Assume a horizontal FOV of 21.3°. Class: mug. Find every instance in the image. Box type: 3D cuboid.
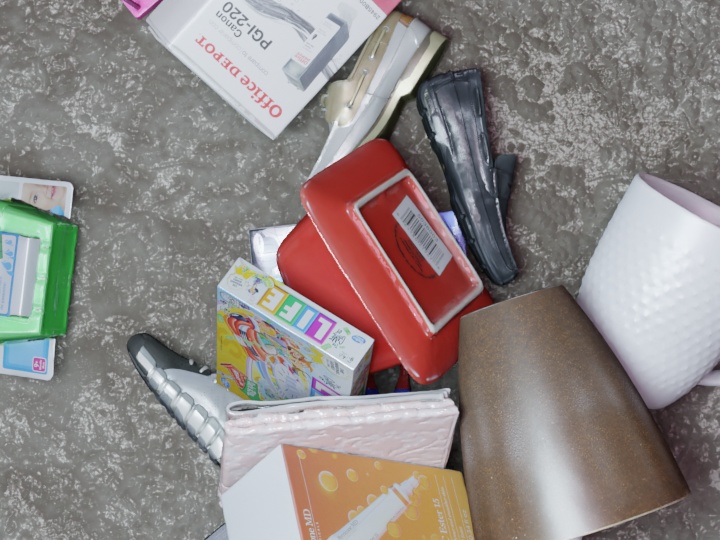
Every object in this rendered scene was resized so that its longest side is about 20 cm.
[{"bbox_3d":[0.289,0.034,1.692,0.200,0.148,0.176,21,104,-24],"label":"mug"}]

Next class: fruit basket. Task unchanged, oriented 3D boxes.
[{"bbox_3d":[-0.369,-0.001,1.773,0.199,0.094,0.186,8,90,9],"label":"fruit basket"}]

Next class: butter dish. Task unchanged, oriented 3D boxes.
[{"bbox_3d":[-0.002,0.012,1.669,0.148,0.199,0.200,-32,92,30],"label":"butter dish"}]

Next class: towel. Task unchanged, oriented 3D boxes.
[{"bbox_3d":[-0.022,0.154,1.638,0.199,0.191,0.032,-4,63,-6],"label":"towel"}]

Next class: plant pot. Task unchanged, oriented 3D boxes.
[{"bbox_3d":[0.158,0.120,1.606,0.187,0.187,0.200,-18,85,5],"label":"plant pot"}]

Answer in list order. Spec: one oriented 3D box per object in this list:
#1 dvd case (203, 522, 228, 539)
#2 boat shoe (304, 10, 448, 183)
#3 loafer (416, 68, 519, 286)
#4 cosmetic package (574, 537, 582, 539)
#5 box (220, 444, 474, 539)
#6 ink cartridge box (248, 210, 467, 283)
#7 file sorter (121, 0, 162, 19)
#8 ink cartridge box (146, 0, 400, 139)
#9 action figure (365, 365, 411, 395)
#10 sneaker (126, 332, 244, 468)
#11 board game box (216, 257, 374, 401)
[{"bbox_3d":[-0.048,0.299,1.772,0.150,0.025,0.200,-39,87,4],"label":"dvd case"},{"bbox_3d":[-0.001,-0.146,1.751,0.068,0.075,0.200,33,84,8],"label":"boat shoe"},{"bbox_3d":[0.111,-0.086,1.736,0.070,0.068,0.201,-19,91,-4],"label":"loafer"},{"bbox_3d":[0.130,0.298,1.730,0.101,0.071,0.200,17,91,5],"label":"cosmetic package"},{"bbox_3d":[-0.003,0.234,1.618,0.097,0.200,0.125,-43,48,38],"label":"box"},{"bbox_3d":[0.000,0.000,1.763,0.199,0.039,0.100,-7,88,5],"label":"ink cartridge box"},{"bbox_3d":[-0.181,-0.353,1.739,0.200,0.125,0.139,-39,86,4],"label":"file sorter"},{"bbox_3d":[-0.071,-0.241,1.718,0.200,0.085,0.146,-46,121,5],"label":"ink cartridge box"},{"bbox_3d":[0.022,0.168,1.752,0.065,0.052,0.201,0,90,-2],"label":"action figure"},{"bbox_3d":[-0.116,0.112,1.765,0.115,0.075,0.200,-41,85,-10],"label":"sneaker"},{"bbox_3d":[-0.059,0.078,1.635,0.134,0.200,0.034,30,65,11],"label":"board game box"}]
